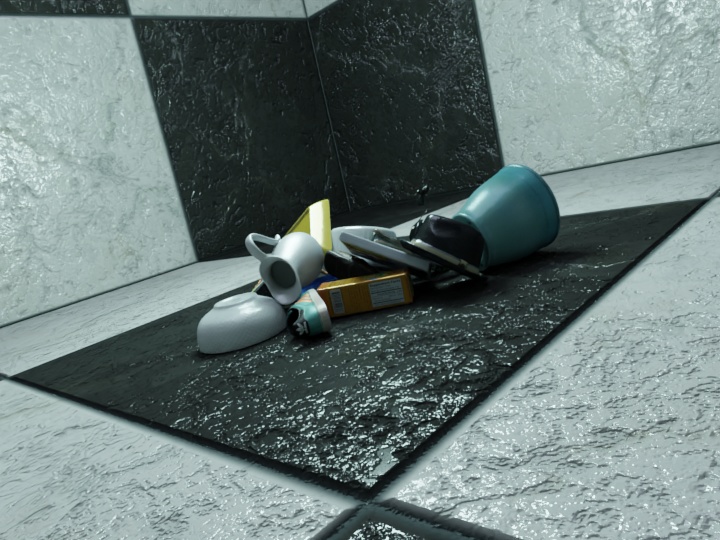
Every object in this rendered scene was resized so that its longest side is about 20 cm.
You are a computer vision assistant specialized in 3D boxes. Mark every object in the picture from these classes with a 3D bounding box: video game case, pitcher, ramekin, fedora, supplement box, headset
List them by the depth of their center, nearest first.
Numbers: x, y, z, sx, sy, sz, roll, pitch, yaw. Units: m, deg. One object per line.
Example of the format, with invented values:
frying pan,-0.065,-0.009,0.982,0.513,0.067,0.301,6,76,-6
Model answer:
fedora,0.180,-0.054,1.161,0.196,0.094,0.201,24,3,-1
supplement box,0.011,0.047,1.192,0.194,0.071,0.067,-9,11,11
video game case,0.059,-0.029,1.247,0.195,0.023,0.182,20,-4,10
pitcher,-0.170,-0.032,1.299,0.120,0.173,0.200,-37,7,22
headset,0.169,-0.096,1.328,0.120,0.204,0.095,-4,-35,-18
ramekin,0.006,-0.053,1.487,0.194,0.101,0.200,2,-4,0

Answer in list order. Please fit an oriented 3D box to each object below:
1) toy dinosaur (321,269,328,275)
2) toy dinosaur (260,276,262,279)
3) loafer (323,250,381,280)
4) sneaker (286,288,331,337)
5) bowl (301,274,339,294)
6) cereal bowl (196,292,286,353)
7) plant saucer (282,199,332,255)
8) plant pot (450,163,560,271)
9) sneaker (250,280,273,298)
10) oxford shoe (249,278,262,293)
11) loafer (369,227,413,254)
toy dinosaur,-0.158,-0.028,1.623,0.085,0.201,0.136,-37,-30,-2
toy dinosaur,-0.218,0.027,1.617,0.101,0.078,0.200,-30,9,-13
loafer,0.000,0.000,1.294,0.070,0.075,0.198,-15,37,-40
sneaker,-0.114,0.086,1.140,0.078,0.073,0.200,-16,8,-12
bowl,-0.069,0.044,1.408,0.195,0.041,0.201,-14,9,2
cereal bowl,-0.258,0.102,1.229,0.194,0.086,0.200,-14,10,3
plant saucer,-0.153,-0.068,1.519,0.048,0.204,0.200,23,-50,-29
plant pot,0.301,-0.103,1.266,0.185,0.205,0.199,-28,15,-22
sneaker,-0.223,0.042,1.418,0.199,0.072,0.082,-40,11,-18
oxford shoe,-0.254,0.056,1.506,0.195,0.075,0.071,-11,10,22
loafer,0.114,-0.051,1.371,0.194,0.065,0.072,13,-4,-6
